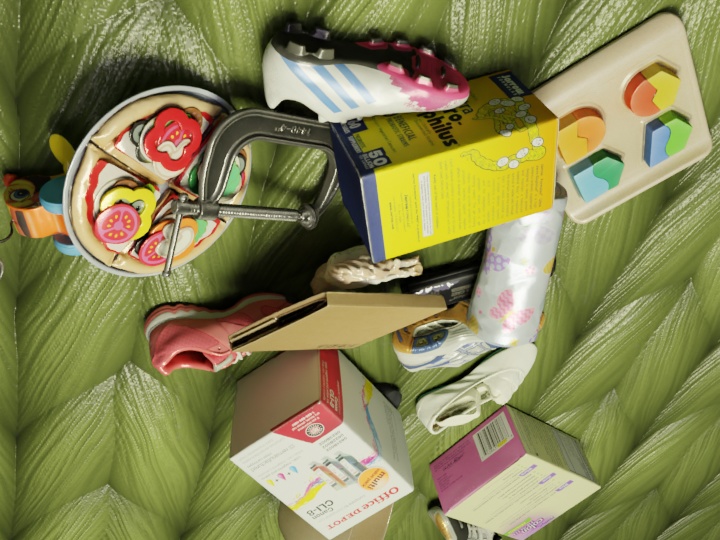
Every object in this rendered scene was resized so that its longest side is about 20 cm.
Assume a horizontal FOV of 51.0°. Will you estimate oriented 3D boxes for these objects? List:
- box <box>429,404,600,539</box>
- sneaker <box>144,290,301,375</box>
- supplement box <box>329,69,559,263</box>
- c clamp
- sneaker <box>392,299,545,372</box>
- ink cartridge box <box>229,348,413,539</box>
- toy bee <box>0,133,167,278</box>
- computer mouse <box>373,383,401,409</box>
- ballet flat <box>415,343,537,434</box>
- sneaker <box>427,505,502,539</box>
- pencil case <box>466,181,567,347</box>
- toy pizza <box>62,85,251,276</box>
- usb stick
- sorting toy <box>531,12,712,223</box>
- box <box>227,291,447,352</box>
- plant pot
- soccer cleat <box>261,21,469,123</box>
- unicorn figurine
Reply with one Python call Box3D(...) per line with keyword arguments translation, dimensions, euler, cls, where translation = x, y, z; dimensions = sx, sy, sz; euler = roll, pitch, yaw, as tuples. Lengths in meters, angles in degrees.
Box3D(translation=(0.247, 0.330, 1.216), dimensions=(0.199, 0.097, 0.176), euler=(29, 119, -33), cls="box")
Box3D(translation=(-0.153, 0.085, 0.896), dimensions=(0.199, 0.087, 0.074), euler=(-8, 134, -8), cls="sneaker")
Box3D(translation=(0.083, -0.107, 0.759), dimensions=(0.199, 0.109, 0.110), euler=(-17, 134, -9), cls="supplement box")
Box3D(translation=(-0.098, -0.081, 0.758), dimensions=(0.199, 0.027, 0.172), euler=(-6, 121, -39), cls="c clamp")
Box3D(translation=(0.141, 0.082, 0.994), dimensions=(0.199, 0.076, 0.088), euler=(-9, 145, 2), cls="sneaker")
Box3D(translation=(-0.048, 0.214, 0.977), dimensions=(0.145, 0.145, 0.200), euler=(-34, 119, 15), cls="ink cartridge box")
Box3D(translation=(-0.294, -0.071, 0.724), dimensions=(0.199, 0.109, 0.131), euler=(-8, 129, -42), cls="toy bee")
Box3D(translation=(-0.035, 0.211, 1.076), dimensions=(0.199, 0.034, 0.059), euler=(-20, 134, 3), cls="computer mouse")
Box3D(translation=(0.172, 0.175, 1.078), dimensions=(0.199, 0.070, 0.069), euler=(-31, 131, 13), cls="ballet flat")
Box3D(translation=(0.188, 0.451, 1.337), dimensions=(0.088, 0.076, 0.200), euler=(-38, 135, -1), cls="sneaker")
Box3D(translation=(0.177, -0.011, 0.872), dimensions=(0.090, 0.083, 0.201), euler=(12, 116, 14), cls="pencil case")
Box3D(translation=(-0.183, -0.077, 0.720), dimensions=(0.200, 0.032, 0.201), euler=(-30, 139, -30), cls="toy pizza")
Box3D(translation=(0.149, 0.010, 0.947), dimensions=(0.199, 0.033, 0.056), euler=(-15, 140, -1), cls="usb stick")
Box3D(translation=(0.289, -0.154, 0.834), dimensions=(0.185, 0.037, 0.200), euler=(-30, 131, 12), cls="sorting toy")
Box3D(translation=(-0.022, 0.059, 0.853), dimensions=(0.163, 0.021, 0.199), euler=(-26, 159, 38), cls="box")
Box3D(translation=(-0.044, 0.363, 1.128), dimensions=(0.134, 0.201, 0.201), euler=(14, 137, 21), cls="plant pot")
Box3D(translation=(0.003, -0.177, 0.724), dimensions=(0.199, 0.070, 0.087), euler=(9, 137, -15), cls="soccer cleat")
Box3D(translation=(0.000, 0.000, 0.853), dimensions=(0.137, 0.074, 0.200), euler=(-18, 166, 5), cls="unicorn figurine")
